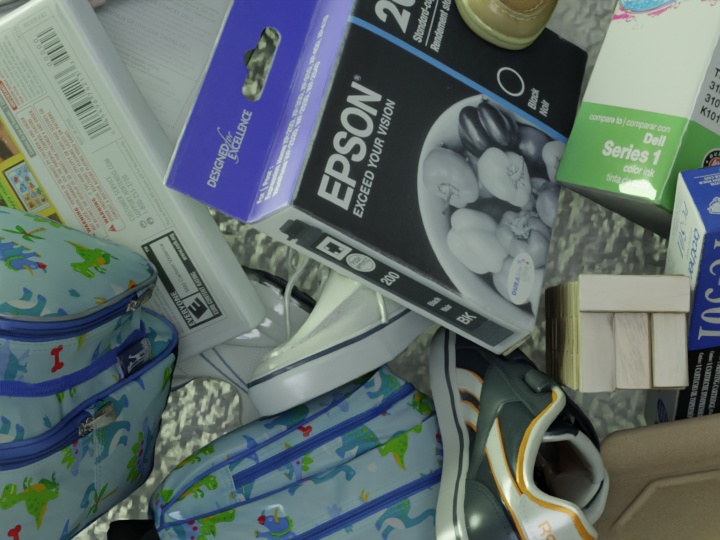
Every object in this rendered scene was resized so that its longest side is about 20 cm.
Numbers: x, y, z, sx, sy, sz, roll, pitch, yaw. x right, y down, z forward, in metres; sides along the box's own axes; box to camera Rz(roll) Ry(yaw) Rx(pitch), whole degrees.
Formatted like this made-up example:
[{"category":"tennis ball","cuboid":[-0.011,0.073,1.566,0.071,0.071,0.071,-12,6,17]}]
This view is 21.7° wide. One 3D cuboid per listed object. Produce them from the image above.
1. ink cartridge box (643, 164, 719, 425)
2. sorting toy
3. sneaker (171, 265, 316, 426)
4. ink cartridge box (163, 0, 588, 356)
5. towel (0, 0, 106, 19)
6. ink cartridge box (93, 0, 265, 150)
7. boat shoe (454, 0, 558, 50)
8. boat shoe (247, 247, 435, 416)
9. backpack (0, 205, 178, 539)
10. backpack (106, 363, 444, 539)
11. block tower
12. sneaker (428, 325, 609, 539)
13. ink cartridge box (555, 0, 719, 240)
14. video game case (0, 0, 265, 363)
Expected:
[{"category":"ink cartridge box","cuboid":[0.204,0.023,0.969,0.093,0.201,0.045,-11,50,-6]},{"category":"sorting toy","cuboid":[0.191,0.143,0.893,0.183,0.201,0.037,-13,124,23]},{"category":"sneaker","cuboid":[-0.109,0.015,1.036,0.199,0.075,0.088,32,92,3]},{"category":"ink cartridge box","cuboid":[0.017,-0.082,0.979,0.199,0.043,0.200,26,53,-15]},{"category":"towel","cuboid":[-0.218,-0.207,1.029,0.198,0.032,0.193,-20,63,5]},{"category":"ink cartridge box","cuboid":[-0.106,-0.149,1.042,0.103,0.059,0.202,24,73,2]},{"category":"boat shoe","cuboid":[0.101,-0.217,1.021,0.073,0.063,0.202,21,69,-17]},{"category":"boat shoe","cuboid":[0.003,-0.001,0.990,0.201,0.074,0.087,-33,97,-36]},{"category":"backpack","cuboid":[-0.201,0.053,0.916,0.181,0.200,0.148,19,116,14]},{"category":"backpack","cuboid":[-0.034,0.136,0.988,0.198,0.163,0.155,-10,74,-8]},{"category":"block tower","cuboid":[0.128,0.033,0.966,0.053,0.200,0.059,-1,86,1]},{"category":"sneaker","cuboid":[0.084,0.087,0.961,0.079,0.201,0.079,-27,122,18]},{"category":"ink cartridge box","cuboid":[0.208,-0.111,0.999,0.144,0.084,0.202,23,86,-38]},{"category":"video game case","cuboid":[-0.169,-0.027,0.997,0.181,0.023,0.201,-23,103,29]}]
